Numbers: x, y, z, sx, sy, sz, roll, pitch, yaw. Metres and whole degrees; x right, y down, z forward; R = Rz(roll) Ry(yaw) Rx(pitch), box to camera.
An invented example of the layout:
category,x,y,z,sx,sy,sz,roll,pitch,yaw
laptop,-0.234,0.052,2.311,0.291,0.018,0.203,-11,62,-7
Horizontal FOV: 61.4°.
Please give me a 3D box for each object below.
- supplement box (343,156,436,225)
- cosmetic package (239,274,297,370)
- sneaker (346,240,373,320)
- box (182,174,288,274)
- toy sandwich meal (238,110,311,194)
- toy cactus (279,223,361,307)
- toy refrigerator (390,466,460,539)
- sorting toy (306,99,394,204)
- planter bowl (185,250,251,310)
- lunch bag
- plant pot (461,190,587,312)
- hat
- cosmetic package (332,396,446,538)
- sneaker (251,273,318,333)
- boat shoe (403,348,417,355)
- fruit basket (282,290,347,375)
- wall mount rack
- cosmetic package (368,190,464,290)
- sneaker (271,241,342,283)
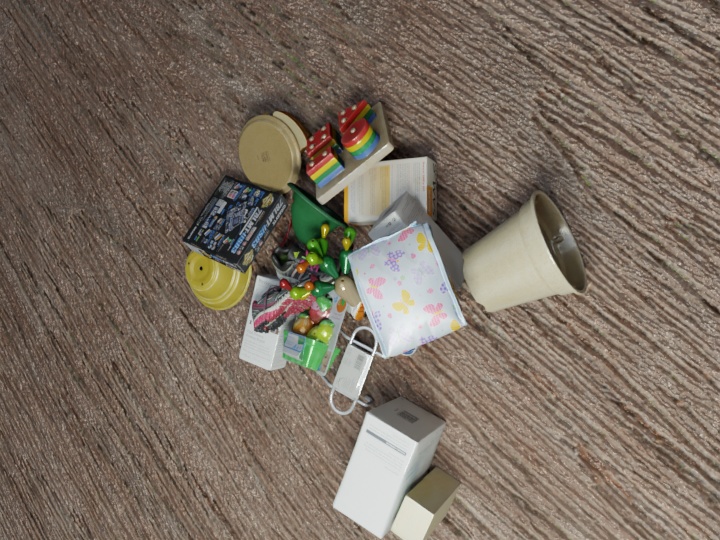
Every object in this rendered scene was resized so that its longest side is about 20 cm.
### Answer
category,x,y,z,sx,sy,sz,roll,pitch,yaw
supplement box,0.064,-0.168,1.310,0.194,0.073,0.130,0,88,25
cosmetic package,-0.210,0.120,1.431,0.099,0.074,0.206,14,95,24
sneaker,0.000,0.000,1.338,0.091,0.075,0.205,26,98,27
box,-0.297,-0.114,1.437,0.195,0.050,0.203,20,71,29
toy sandwich meal,-0.204,-0.283,1.441,0.200,0.070,0.211,12,116,26
toy cactus,-0.063,0.008,1.252,0.166,0.201,0.101,49,148,-13
toy refrigerator,0.130,0.459,1.190,0.069,0.199,0.078,27,100,23
sorting toy,-0.034,-0.273,1.299,0.197,0.070,0.203,-35,33,20
planter bowl,-0.373,-0.004,1.504,0.195,0.083,0.207,-1,87,25
lunch bag,0.084,0.031,1.106,0.166,0.127,0.205,-23,90,6
plant pot,0.299,-0.017,1.148,0.181,0.198,0.206,-28,77,33
hat,-0.136,-0.074,1.349,0.165,0.200,0.178,38,97,14
cosmetic package,0.064,0.388,1.223,0.121,0.198,0.205,24,98,23
sneaker,-0.172,0.061,1.328,0.198,0.080,0.076,-33,60,26
boat shoe,0.106,0.077,1.283,0.070,0.072,0.207,-3,82,22
fruit basket,-0.102,0.114,1.342,0.183,0.092,0.206,9,85,53
wall mount rack,-0.029,0.205,1.347,0.170,0.074,0.205,25,98,20
cosmetic package,0.120,-0.044,1.215,0.084,0.108,0.201,-36,100,33
sneaker,-0.123,-0.015,1.343,0.195,0.088,0.075,7,56,34
